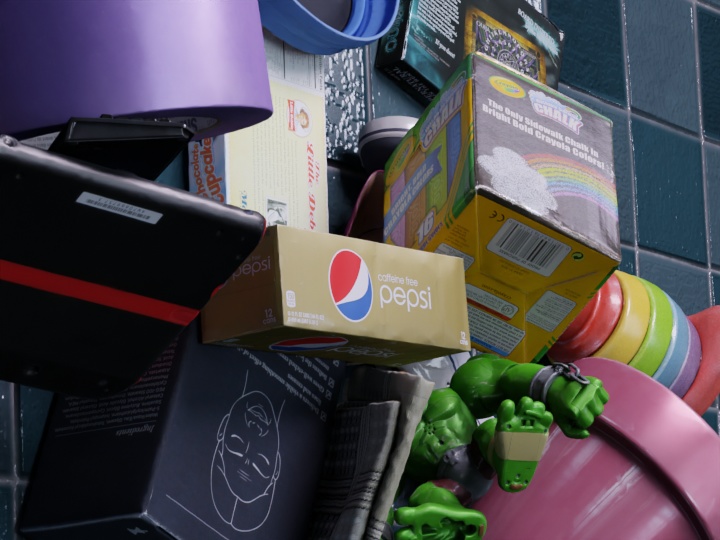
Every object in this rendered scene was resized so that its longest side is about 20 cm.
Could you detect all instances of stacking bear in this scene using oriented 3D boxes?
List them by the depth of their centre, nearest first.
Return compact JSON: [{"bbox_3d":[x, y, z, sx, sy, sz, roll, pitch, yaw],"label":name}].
[{"bbox_3d":[0.191,0.042,2.032,0.200,0.121,0.114,32,67,-35],"label":"stacking bear"}]

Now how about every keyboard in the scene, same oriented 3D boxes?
[{"bbox_3d":[-0.174,-0.062,1.482,0.126,0.200,0.021,-3,81,-16],"label":"keyboard"}]

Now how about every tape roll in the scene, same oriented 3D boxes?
[{"bbox_3d":[-0.154,-0.120,1.523,0.199,0.199,0.086,-6,87,-54],"label":"tape roll"}]

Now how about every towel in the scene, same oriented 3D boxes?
[{"bbox_3d":[-0.021,0.154,1.630,0.034,0.192,0.201,22,82,-11],"label":"towel"}]

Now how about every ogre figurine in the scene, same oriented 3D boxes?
[{"bbox_3d":[0.057,0.123,1.689,0.098,0.120,0.201,32,94,-30],"label":"ogre figurine"}]

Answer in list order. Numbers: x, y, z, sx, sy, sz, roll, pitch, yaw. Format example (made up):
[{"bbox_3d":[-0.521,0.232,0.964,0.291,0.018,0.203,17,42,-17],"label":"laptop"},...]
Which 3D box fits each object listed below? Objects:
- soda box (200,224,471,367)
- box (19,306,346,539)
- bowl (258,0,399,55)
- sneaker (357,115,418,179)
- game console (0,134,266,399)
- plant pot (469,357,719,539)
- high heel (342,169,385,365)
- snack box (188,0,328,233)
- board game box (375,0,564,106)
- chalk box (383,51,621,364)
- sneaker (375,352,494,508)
[{"bbox_3d":[-0.013,0.018,1.611,0.199,0.067,0.065,9,73,-53],"label":"soda box"},{"bbox_3d":[-0.106,0.103,1.612,0.148,0.107,0.201,42,50,-40],"label":"box"},{"bbox_3d":[-0.049,-0.242,1.789,0.200,0.039,0.202,37,39,-37],"label":"bowl"},{"bbox_3d":[0.065,-0.034,1.898,0.200,0.078,0.080,43,44,-42],"label":"sneaker"},{"bbox_3d":[-0.177,0.000,1.465,0.199,0.177,0.031,15,41,-36],"label":"game console"},{"bbox_3d":[0.155,0.192,1.789,0.179,0.200,0.201,-41,116,-24],"label":"plant pot"},{"bbox_3d":[0.000,0.000,1.772,0.200,0.067,0.097,-73,155,-73],"label":"high heel"},{"bbox_3d":[-0.070,-0.095,1.765,0.116,0.037,0.202,13,72,-53],"label":"snack box"},{"bbox_3d":[0.090,-0.173,2.007,0.200,0.028,0.136,36,54,-43],"label":"board game box"},{"bbox_3d":[0.096,-0.055,1.782,0.124,0.124,0.201,25,36,-18],"label":"chalk box"},{"bbox_3d":[0.058,0.120,1.875,0.071,0.073,0.201,-33,111,-25],"label":"sneaker"}]
